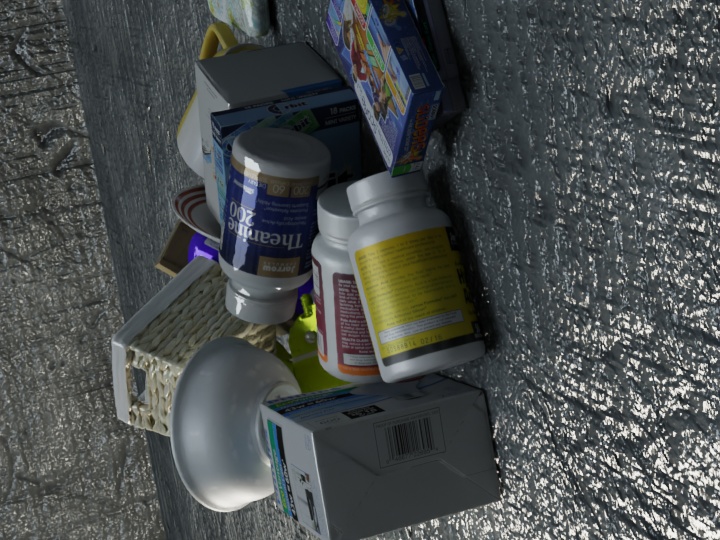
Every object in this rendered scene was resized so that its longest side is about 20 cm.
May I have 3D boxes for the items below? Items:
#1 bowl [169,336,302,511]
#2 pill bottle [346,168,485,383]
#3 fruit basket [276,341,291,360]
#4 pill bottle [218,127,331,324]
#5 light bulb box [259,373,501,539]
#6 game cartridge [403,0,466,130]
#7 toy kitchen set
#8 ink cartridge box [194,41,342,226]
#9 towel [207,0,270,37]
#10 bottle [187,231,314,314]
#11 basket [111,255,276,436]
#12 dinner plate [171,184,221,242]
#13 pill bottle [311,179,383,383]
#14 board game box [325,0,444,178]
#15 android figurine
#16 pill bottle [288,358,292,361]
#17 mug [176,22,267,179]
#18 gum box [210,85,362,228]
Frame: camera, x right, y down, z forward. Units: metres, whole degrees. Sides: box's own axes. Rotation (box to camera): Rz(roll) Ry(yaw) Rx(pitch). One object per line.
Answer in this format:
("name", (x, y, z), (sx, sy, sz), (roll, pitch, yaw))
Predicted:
("bowl", (-0.120, 0.176, 1.729), (0.090, 0.200, 0.203), (-3, 102, 35))
("pill bottle", (0.049, 0.003, 1.516), (0.111, 0.110, 0.202), (147, 108, -71))
("fruit basket", (-0.120, 0.169, 2.010), (0.216, 0.213, 0.157), (104, 148, -55))
("pill bottle", (-0.099, -0.047, 1.675), (0.111, 0.110, 0.202), (-129, 43, -54))
("light bulb box", (0.016, 0.193, 1.612), (0.200, 0.196, 0.126), (-169, 69, -69))
("game cartridge", (0.048, -0.239, 1.482), (0.130, 0.038, 0.202), (150, 106, -76))
("toy kitchen set", (-0.139, -0.035, 2.016), (0.164, 0.199, 0.180), (-63, 13, -12))
("ink cartridge box", (-0.106, -0.150, 1.829), (0.145, 0.146, 0.202), (-130, 31, -54))
("towel", (-0.170, -0.412, 2.006), (0.200, 0.048, 0.173), (-140, 37, -62))
("bottle", (-0.123, 0.004, 1.910), (0.199, 0.083, 0.066), (25, 121, 26))
("basket", (-0.197, 0.098, 1.835), (0.122, 0.200, 0.137), (19, 130, 20))
("dinner plate", (-0.146, -0.061, 1.929), (0.200, 0.198, 0.024), (-131, 49, -55))
("pill bottle", (0.005, 0.011, 1.655), (0.114, 0.113, 0.202), (-131, 33, -55))
("board game box", (0.020, -0.211, 1.475), (0.136, 0.034, 0.201), (105, 147, -58))
("android figurine", (-0.022, 0.117, 1.801), (0.181, 0.041, 0.202), (-18, 82, 32))
("pill bottle", (-0.044, 0.211, 1.894), (0.116, 0.115, 0.202), (123, 132, -66))
("mug", (-0.167, -0.222, 1.959), (0.186, 0.149, 0.154), (37, 141, 11))
("gum box", (-0.081, -0.100, 1.749), (0.045, 0.168, 0.202), (-130, 32, -54))
